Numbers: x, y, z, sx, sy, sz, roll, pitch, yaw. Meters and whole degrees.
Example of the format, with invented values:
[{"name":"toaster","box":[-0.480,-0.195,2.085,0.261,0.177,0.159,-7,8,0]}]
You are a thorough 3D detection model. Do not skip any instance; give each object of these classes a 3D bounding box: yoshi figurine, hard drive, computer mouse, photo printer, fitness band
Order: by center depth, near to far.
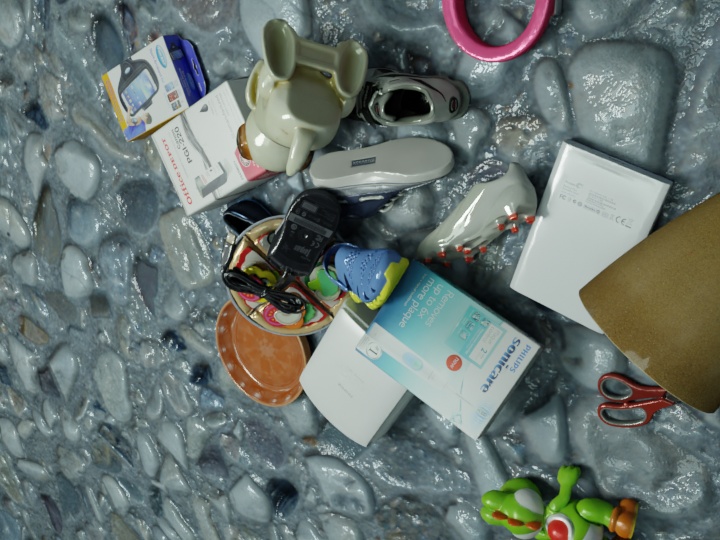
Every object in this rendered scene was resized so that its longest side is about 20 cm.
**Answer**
[{"name":"fitness band","box":[0.159,-0.344,0.882,0.143,0.037,0.201,6,109,34]},{"name":"hard drive","box":[0.272,-0.039,0.921,0.132,0.025,0.201,28,121,24]},{"name":"yoshi figurine","box":[0.266,0.325,1.035,0.199,0.113,0.112,8,153,18]},{"name":"computer mouse","box":[-0.115,-0.043,1.071,0.140,0.046,0.201,19,117,-8]},{"name":"photo printer","box":[-0.001,0.161,1.161,0.166,0.069,0.200,42,126,15]}]

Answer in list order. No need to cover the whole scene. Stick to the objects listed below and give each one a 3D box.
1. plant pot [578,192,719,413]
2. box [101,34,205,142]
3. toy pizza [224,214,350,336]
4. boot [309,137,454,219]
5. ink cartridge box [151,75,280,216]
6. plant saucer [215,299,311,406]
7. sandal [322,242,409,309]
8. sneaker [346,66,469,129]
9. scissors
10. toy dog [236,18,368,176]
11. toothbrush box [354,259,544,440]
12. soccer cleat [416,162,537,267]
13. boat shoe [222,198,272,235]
[{"name":"plant pot","box":[0.366,0.012,0.793,0.186,0.186,0.200,44,112,14]},{"name":"box","box":[-0.335,-0.298,1.250,0.199,0.041,0.120,-16,97,40]},{"name":"toy pizza","box":[-0.103,0.014,1.133,0.199,0.032,0.201,0,115,-1]},{"name":"boot","box":[0.036,-0.121,1.042,0.199,0.073,0.091,-1,143,20]},{"name":"ink cartridge box","box":[-0.211,-0.188,1.174,0.199,0.085,0.146,-22,93,40]},{"name":"plant saucer","box":[-0.161,0.132,1.289,0.199,0.032,0.202,14,114,32]},{"name":"sandal","box":[0.000,0.000,1.033,0.087,0.080,0.200,38,166,-12]},{"name":"sneaker","box":[0.032,-0.222,0.987,0.199,0.088,0.075,7,112,35]},{"name":"scissors","box":[0.381,0.156,0.925,0.199,0.014,0.074,-9,99,36]},{"name":"toy dog","box":[-0.086,-0.200,1.010,0.200,0.139,0.195,150,118,-63]},{"name":"toothbrush box","box":[0.118,0.102,1.008,0.200,0.085,0.147,36,97,16]},{"name":"soccer cleat","box":[0.146,-0.066,0.984,0.200,0.069,0.078,-32,57,46]},{"name":"boat shoe","box":[-0.136,-0.028,1.186,0.200,0.069,0.084,35,122,17]}]
